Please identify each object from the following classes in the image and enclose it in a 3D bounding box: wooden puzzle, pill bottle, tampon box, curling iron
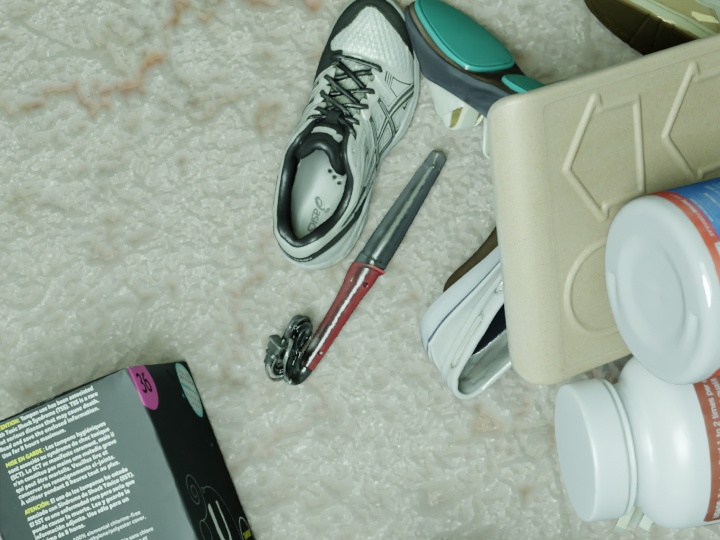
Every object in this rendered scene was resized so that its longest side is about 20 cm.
[{"bbox_3d":[0.170,-0.043,0.995,0.200,0.046,0.186,-17,115,-19],"label":"wooden puzzle"},{"bbox_3d":[0.226,0.096,1.000,0.200,0.112,0.112,-8,87,-9],"label":"pill bottle"},{"bbox_3d":[0.254,-0.008,0.957,0.200,0.112,0.113,-13,86,-22],"label":"pill bottle"},{"bbox_3d":[-0.154,0.176,1.104,0.126,0.150,0.200,-23,86,7],"label":"tampon box"},{"bbox_3d":[0.000,0.000,1.143,0.026,0.050,0.200,38,88,27],"label":"curling iron"}]

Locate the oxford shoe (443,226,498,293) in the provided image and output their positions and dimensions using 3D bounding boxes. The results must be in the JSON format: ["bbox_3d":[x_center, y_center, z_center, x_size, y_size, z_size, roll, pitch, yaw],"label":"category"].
[{"bbox_3d":[0.129,-0.041,1.125,0.200,0.073,0.084,-41,55,11],"label":"oxford shoe"}]

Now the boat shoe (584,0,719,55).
[{"bbox_3d":[0.251,-0.166,1.109,0.200,0.074,0.066,26,79,5],"label":"boat shoe"}]

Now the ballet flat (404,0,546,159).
[{"bbox_3d":[0.088,-0.114,1.103,0.073,0.073,0.200,-51,54,3],"label":"ballet flat"}]

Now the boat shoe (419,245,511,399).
[{"bbox_3d":[0.119,0.004,1.051,0.200,0.072,0.066,-42,45,19],"label":"boat shoe"}]

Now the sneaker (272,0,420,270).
[{"bbox_3d":[-0.009,-0.097,1.126,0.075,0.088,0.200,14,89,9],"label":"sneaker"}]

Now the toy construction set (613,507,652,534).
[{"bbox_3d":[0.266,0.158,1.088,0.200,0.092,0.131,24,92,-4],"label":"toy construction set"}]
